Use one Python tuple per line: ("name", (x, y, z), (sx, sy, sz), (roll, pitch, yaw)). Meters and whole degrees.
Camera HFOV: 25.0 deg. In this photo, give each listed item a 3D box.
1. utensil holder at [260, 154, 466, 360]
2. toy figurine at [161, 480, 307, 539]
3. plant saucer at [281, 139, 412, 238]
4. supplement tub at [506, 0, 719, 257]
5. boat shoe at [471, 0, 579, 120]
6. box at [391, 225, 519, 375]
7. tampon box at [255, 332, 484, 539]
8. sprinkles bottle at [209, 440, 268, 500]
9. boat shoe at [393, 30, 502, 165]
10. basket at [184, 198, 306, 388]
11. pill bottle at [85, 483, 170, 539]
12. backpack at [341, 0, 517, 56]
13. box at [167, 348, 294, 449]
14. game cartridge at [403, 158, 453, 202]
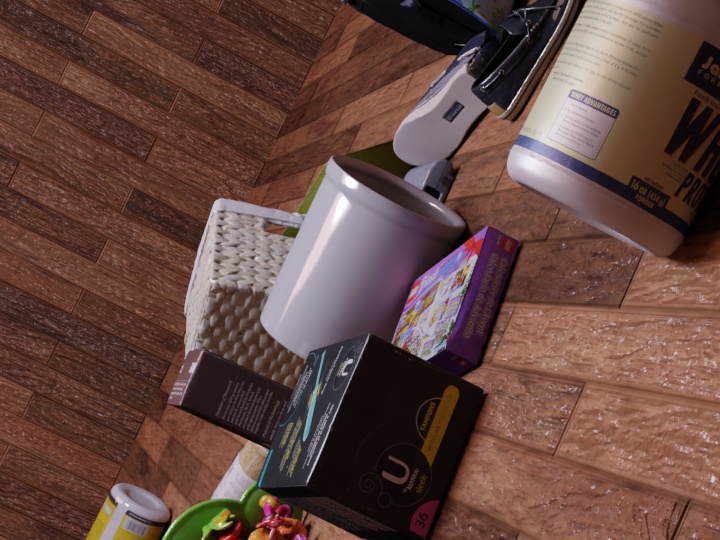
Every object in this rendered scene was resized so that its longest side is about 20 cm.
("utensil holder", (0.000, 0.000, 1.806), (0.202, 0.168, 0.170), (-64, 11, 12))
("toy figurine", (-0.107, 0.323, 1.768), (0.200, 0.151, 0.184), (-42, 20, -17))
("plant saucer", (-0.018, -0.075, 2.164), (0.199, 0.048, 0.201), (-21, -30, -53))
("supplement tub", (0.210, -0.128, 1.190), (0.202, 0.144, 0.145), (-63, 11, 3))
("boat shoe", (0.188, -0.265, 1.799), (0.201, 0.062, 0.075), (-60, 10, 11))
("box", (0.083, 0.050, 1.630), (0.200, 0.039, 0.138), (-40, 27, 64))
("tampon box", (0.005, 0.160, 1.523), (0.151, 0.125, 0.200), (-67, 13, -14))
("sprinkles bottle", (-0.151, 0.286, 2.092), (0.201, 0.068, 0.069), (-57, 13, 29))
("boat shoe", (0.117, -0.211, 2.004), (0.200, 0.074, 0.093), (-39, 19, 47))
("basket", (-0.116, 0.044, 2.065), (0.162, 0.196, 0.201), (-92, 17, -51))
("pill bottle", (-0.409, 0.469, 2.737), (0.202, 0.111, 0.112), (-62, 12, 7))
("backpack", (0.104, -0.369, 2.055), (0.148, 0.198, 0.183), (-64, 14, -9))
("box", (-0.114, 0.161, 1.866), (0.076, 0.198, 0.100), (-65, 12, -9))
("game cartridge", (0.049, -0.039, 1.996), (0.202, 0.041, 0.133), (-66, 16, -8))
